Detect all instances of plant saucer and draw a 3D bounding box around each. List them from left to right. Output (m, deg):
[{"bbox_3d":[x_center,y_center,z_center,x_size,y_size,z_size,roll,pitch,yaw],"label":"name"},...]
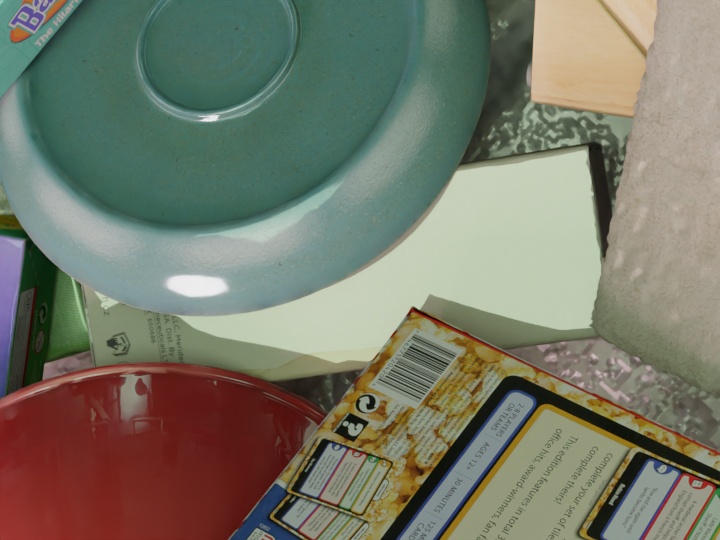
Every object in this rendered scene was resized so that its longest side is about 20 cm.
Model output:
[{"bbox_3d":[-0.051,-0.081,0.722,0.198,0.027,0.202,-6,65,13],"label":"plant saucer"}]

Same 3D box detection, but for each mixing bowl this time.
[{"bbox_3d":[-0.077,0.144,0.721,0.198,0.109,0.201,-4,128,-5],"label":"mixing bowl"}]

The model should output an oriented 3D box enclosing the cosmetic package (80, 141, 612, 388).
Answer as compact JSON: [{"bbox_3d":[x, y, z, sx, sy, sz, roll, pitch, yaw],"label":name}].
[{"bbox_3d":[0.000,0.000,0.755,0.198,0.104,0.074,-8,92,12],"label":"cosmetic package"}]

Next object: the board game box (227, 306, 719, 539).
[{"bbox_3d":[0.057,0.113,0.612,0.199,0.046,0.152,25,60,29],"label":"board game box"}]

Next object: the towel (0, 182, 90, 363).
[{"bbox_3d":[-0.197,-0.047,0.794,0.148,0.031,0.202,-15,95,14],"label":"towel"}]

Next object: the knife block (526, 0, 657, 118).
[{"bbox_3d":[0.151,-0.102,0.681,0.174,0.064,0.202,9,117,17],"label":"knife block"}]

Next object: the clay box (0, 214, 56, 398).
[{"bbox_3d":[-0.226,0.022,0.770,0.198,0.048,0.116,10,100,9],"label":"clay box"}]

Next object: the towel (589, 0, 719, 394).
[{"bbox_3d":[0.146,-0.046,0.617,0.132,0.034,0.202,27,117,37],"label":"towel"}]

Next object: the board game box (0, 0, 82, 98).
[{"bbox_3d":[-0.172,-0.174,0.740,0.200,0.045,0.152,39,88,20],"label":"board game box"}]
